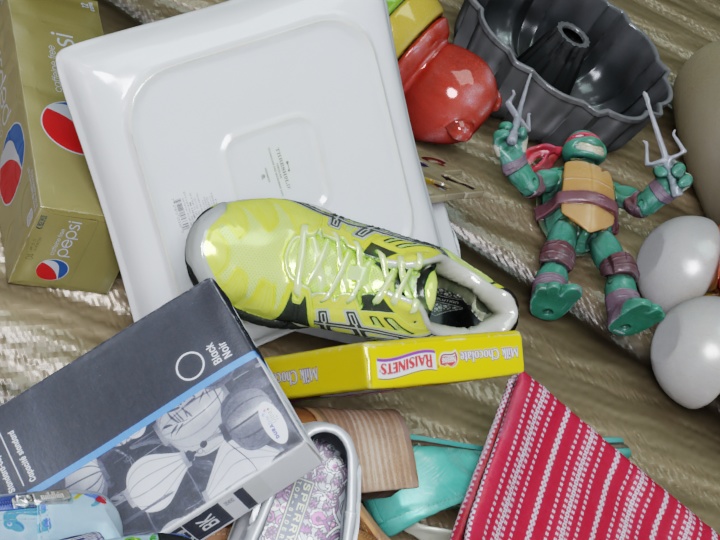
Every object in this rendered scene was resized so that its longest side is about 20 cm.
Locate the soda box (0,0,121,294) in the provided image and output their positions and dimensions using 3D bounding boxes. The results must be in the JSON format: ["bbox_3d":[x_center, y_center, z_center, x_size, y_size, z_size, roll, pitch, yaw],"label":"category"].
[{"bbox_3d":[-0.187,-0.085,0.867,0.064,0.068,0.201,7,46,-30],"label":"soda box"}]

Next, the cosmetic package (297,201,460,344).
[{"bbox_3d":[-0.038,-0.018,0.905,0.199,0.074,0.102,16,41,-25],"label":"cosmetic package"}]

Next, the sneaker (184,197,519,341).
[{"bbox_3d":[0.000,0.000,0.778,0.199,0.076,0.076,12,76,-30],"label":"sneaker"}]

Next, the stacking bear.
[{"bbox_3d":[0.018,-0.175,1.086,0.200,0.114,0.121,41,38,1],"label":"stacking bear"}]

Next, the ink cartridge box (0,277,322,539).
[{"bbox_3d":[-0.126,0.097,0.645,0.199,0.039,0.100,-33,64,-2],"label":"ink cartridge box"}]

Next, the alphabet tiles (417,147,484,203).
[{"bbox_3d":[-0.018,-0.092,0.978,0.199,0.006,0.166,28,17,21],"label":"alphabet tiles"}]

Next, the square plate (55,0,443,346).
[{"bbox_3d":[-0.051,-0.055,0.810,0.197,0.201,0.028,-21,18,-20],"label":"square plate"}]

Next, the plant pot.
[{"bbox_3d":[0.355,-0.116,1.228,0.186,0.188,0.200,14,29,-24],"label":"plant pot"}]

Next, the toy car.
[{"bbox_3d":[0.311,0.026,1.048,0.174,0.150,0.201,21,40,-17],"label":"toy car"}]

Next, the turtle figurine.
[{"bbox_3d":[0.173,-0.053,1.069,0.149,0.101,0.201,1,59,3],"label":"turtle figurine"}]

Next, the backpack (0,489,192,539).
[{"bbox_3d":[-0.157,0.182,0.528,0.199,0.184,0.147,0,29,-31],"label":"backpack"}]

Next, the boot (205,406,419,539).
[{"bbox_3d":[-0.037,0.168,0.721,0.154,0.074,0.201,-4,64,-22],"label":"boot"}]

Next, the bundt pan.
[{"bbox_3d":[0.162,-0.173,1.206,0.201,0.076,0.203,21,40,-18],"label":"bundt pan"}]

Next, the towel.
[{"bbox_3d":[0.141,0.168,0.816,0.200,0.022,0.145,40,51,-18],"label":"towel"}]

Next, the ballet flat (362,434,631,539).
[{"bbox_3d":[0.083,0.136,0.850,0.199,0.067,0.071,4,71,-33],"label":"ballet flat"}]

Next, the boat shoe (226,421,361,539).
[{"bbox_3d":[-0.039,0.165,0.650,0.072,0.069,0.201,22,72,-4],"label":"boat shoe"}]

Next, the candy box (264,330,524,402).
[{"bbox_3d":[-0.017,0.055,0.755,0.102,0.200,0.027,-5,85,-38],"label":"candy box"}]
